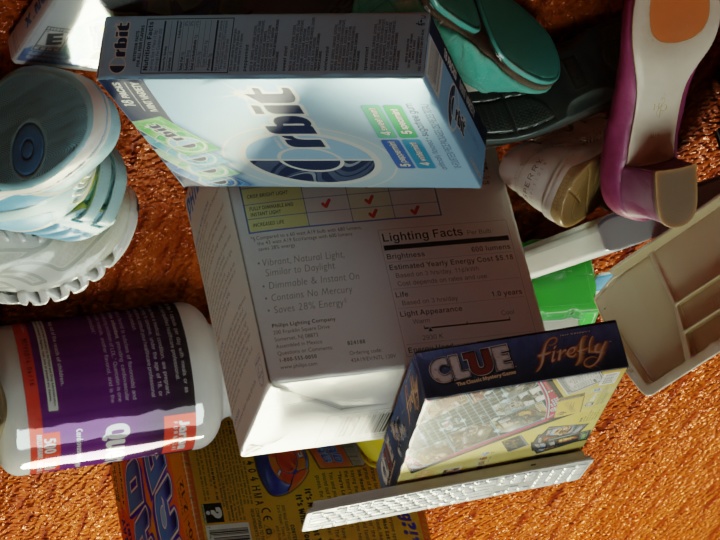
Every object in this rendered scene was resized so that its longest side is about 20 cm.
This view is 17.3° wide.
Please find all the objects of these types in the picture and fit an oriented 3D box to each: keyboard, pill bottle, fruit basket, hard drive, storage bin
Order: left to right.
[{"bbox_3d":[-0.178,0.086,1.773,0.199,0.113,0.113,-7,154,-13],"label":"pill bottle"},{"bbox_3d":[0.058,0.152,1.609,0.199,0.011,0.056,-10,157,-9],"label":"keyboard"},{"bbox_3d":[0.102,0.043,1.855,0.184,0.094,0.200,-3,155,-21],"label":"fruit basket"},{"bbox_3d":[0.194,-0.032,1.681,0.131,0.027,0.200,-19,179,-16],"label":"hard drive"},{"bbox_3d":[0.295,0.004,1.612,0.199,0.094,0.198,-3,154,-46],"label":"storage bin"}]

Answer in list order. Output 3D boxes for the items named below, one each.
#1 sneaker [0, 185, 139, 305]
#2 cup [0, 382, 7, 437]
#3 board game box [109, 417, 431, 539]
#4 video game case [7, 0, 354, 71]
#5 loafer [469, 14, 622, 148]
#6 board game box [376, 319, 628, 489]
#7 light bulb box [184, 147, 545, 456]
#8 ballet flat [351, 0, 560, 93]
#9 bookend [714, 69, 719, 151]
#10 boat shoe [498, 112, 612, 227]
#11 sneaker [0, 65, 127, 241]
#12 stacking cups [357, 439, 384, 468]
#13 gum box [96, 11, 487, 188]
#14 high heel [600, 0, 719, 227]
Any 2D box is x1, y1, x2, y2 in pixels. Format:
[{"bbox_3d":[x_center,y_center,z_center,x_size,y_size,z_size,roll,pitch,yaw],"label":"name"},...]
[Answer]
[{"bbox_3d":[-0.245,-0.017,1.588,0.199,0.076,0.081,-19,145,9],"label":"sneaker"},{"bbox_3d":[-0.335,0.110,1.674,0.143,0.201,0.200,-37,148,17],"label":"cup"},{"bbox_3d":[-0.077,0.207,1.966,0.198,0.201,0.200,-2,152,-22],"label":"board game box"},{"bbox_3d":[-0.085,-0.171,1.410,0.199,0.022,0.182,4,149,-32],"label":"video game case"},{"bbox_3d":[0.122,-0.117,1.574,0.199,0.072,0.063,-14,160,-4],"label":"loafer"},{"bbox_3d":[0.089,0.097,1.559,0.135,0.035,0.200,-9,156,-12],"label":"board game box"},{"bbox_3d":[0.000,0.000,1.590,0.197,0.201,0.125,-5,155,-17],"label":"light bulb box"},{"bbox_3d":[0.054,-0.146,1.470,0.070,0.068,0.200,-23,160,24],"label":"ballet flat"},{"bbox_3d":[0.333,-0.129,1.624,0.198,0.093,0.200,-19,153,11],"label":"bookend"},{"bbox_3d":[0.152,-0.082,1.636,0.200,0.069,0.071,-18,133,-65],"label":"boat shoe"},{"bbox_3d":[-0.180,-0.071,1.482,0.130,0.080,0.199,8,165,-39],"label":"sneaker"},{"bbox_3d":[-0.014,0.075,1.833,0.060,0.061,0.200,-21,135,14],"label":"stacking cups"},{"bbox_3d":[-0.037,-0.100,1.432,0.199,0.045,0.170,2,161,15],"label":"gum box"},{"bbox_3d":[0.182,-0.130,1.518,0.067,0.201,0.096,-12,-164,-20],"label":"high heel"}]
